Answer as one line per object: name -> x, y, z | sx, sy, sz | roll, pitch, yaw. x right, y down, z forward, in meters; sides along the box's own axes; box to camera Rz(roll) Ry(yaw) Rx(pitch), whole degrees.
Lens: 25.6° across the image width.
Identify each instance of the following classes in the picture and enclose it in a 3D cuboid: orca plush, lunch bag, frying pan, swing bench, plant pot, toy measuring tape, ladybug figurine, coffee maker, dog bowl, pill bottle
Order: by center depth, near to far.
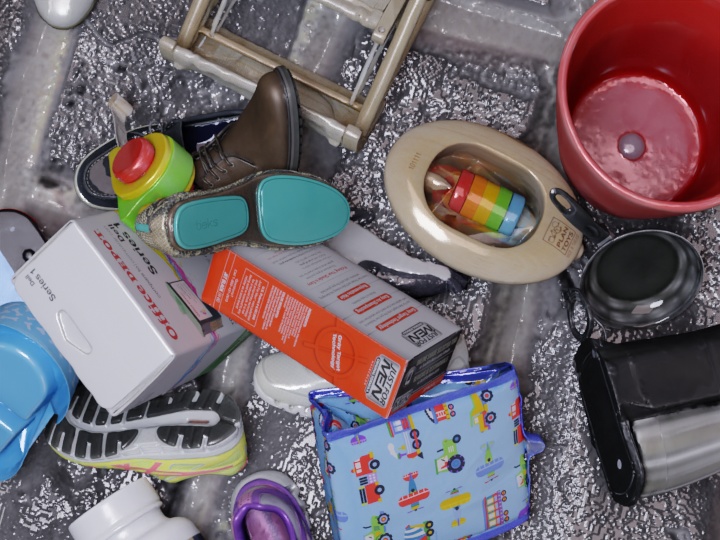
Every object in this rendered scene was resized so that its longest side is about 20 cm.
dog bowl -> -0.308, 0.102, 1.361 | 0.111, 0.200, 0.050 | 39, 39, -7
toy measuring tape -> -0.182, -0.105, 1.377 | 0.073, 0.074, 0.201 | -14, 42, -2
pill bottle -> -0.168, 0.287, 1.379 | 0.110, 0.111, 0.201 | -33, 84, -5
lunch bag -> 0.067, 0.170, 1.385 | 0.197, 0.094, 0.152 | -12, 112, -7
coffee maker -> 0.301, 0.092, 1.389 | 0.197, 0.135, 0.195 | -13, 95, -9
plant pot -> 0.257, -0.132, 1.404 | 0.197, 0.177, 0.203 | 0, 80, -2
frying pan -> 0.220, -0.007, 1.422 | 0.188, 0.031, 0.115 | 21, 124, -19
ladybug figurine -> 0.110, -0.056, 1.442 | 0.198, 0.072, 0.137 | 29, 73, -1
swing bench -> -0.049, -0.234, 1.447 | 0.197, 0.130, 0.202 | 26, 88, 3
orca plush -> 0.000, 0.000, 1.458 | 0.197, 0.072, 0.106 | 11, 38, -3

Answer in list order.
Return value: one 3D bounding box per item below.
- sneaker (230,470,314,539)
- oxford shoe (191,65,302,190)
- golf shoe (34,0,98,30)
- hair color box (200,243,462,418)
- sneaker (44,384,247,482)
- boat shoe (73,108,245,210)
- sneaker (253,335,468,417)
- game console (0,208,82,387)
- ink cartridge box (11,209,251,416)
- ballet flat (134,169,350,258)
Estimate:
sneaker -> -0.058, 0.273, 1.390 | 0.080, 0.088, 0.202 | -31, 84, 3
oxford shoe -> -0.103, -0.095, 1.372 | 0.083, 0.201, 0.073 | -3, 50, -26
golf shoe -> -0.272, -0.328, 1.474 | 0.072, 0.092, 0.203 | 7, 83, -1
hair color box -> -0.025, 0.037, 1.338 | 0.199, 0.101, 0.062 | 31, 118, 22
sneaker -> -0.190, 0.156, 1.417 | 0.197, 0.091, 0.079 | 3, 56, 21
boat shoe -> -0.170, -0.106, 1.459 | 0.197, 0.062, 0.076 | -14, 84, -1
sneaker -> 0.002, 0.082, 1.416 | 0.197, 0.082, 0.076 | -2, 47, -4
game console -> -0.349, 0.061, 1.450 | 0.199, 0.031, 0.178 | -33, 83, -4
ink cartridge box -> -0.186, 0.025, 1.365 | 0.084, 0.200, 0.145 | -41, 84, 20
ballet flat -> -0.102, -0.049, 1.319 | 0.198, 0.075, 0.069 | -9, 101, -41
